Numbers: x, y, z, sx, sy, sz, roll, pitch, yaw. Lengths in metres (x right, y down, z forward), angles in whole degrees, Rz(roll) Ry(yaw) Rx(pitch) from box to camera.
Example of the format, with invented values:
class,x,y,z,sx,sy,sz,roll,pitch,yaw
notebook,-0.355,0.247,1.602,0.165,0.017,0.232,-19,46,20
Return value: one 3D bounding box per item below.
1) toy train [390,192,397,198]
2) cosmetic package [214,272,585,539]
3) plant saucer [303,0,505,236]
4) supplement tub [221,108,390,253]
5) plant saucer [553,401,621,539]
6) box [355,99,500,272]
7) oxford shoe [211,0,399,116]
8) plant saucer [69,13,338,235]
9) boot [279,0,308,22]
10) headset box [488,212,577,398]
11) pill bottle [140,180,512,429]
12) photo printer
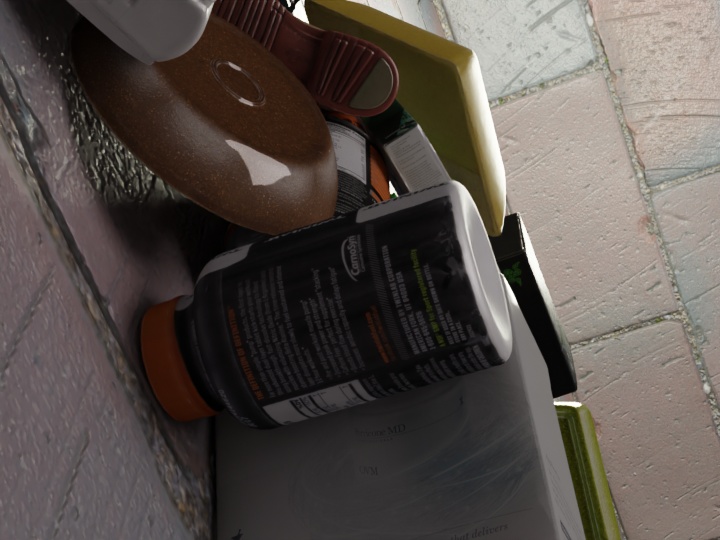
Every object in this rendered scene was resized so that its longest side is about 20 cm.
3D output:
class,x,y,z,sx,sy,sz,roll,pitch,yaw
toy train,0.020,-0.053,1.101,0.057,0.042,0.200,52,1,30
cosmetic package,0.024,0.137,0.736,0.123,0.198,0.201,58,18,-46
plant saucer,0.051,-0.147,1.083,0.199,0.048,0.201,33,-26,39
supplement tub,-0.037,-0.032,0.885,0.201,0.122,0.123,-91,158,-54
plant saucer,0.091,0.163,0.839,0.048,0.198,0.201,106,-17,-49
box,0.042,-0.082,0.995,0.145,0.036,0.200,59,0,-27
oxford shoe,-0.070,-0.163,0.899,0.199,0.071,0.075,28,-1,-6
plant saucer,-0.085,-0.107,0.762,0.200,0.037,0.201,33,27,-20
boot,-0.094,-0.276,1.072,0.169,0.076,0.201,-81,158,-56
headset box,0.123,0.053,1.326,0.093,0.173,0.201,-86,155,-61
pill bottle,-0.022,0.027,0.689,0.106,0.198,0.107,-16,90,-77
photo printer,-0.146,-0.226,0.720,0.166,0.069,0.201,42,24,-23
